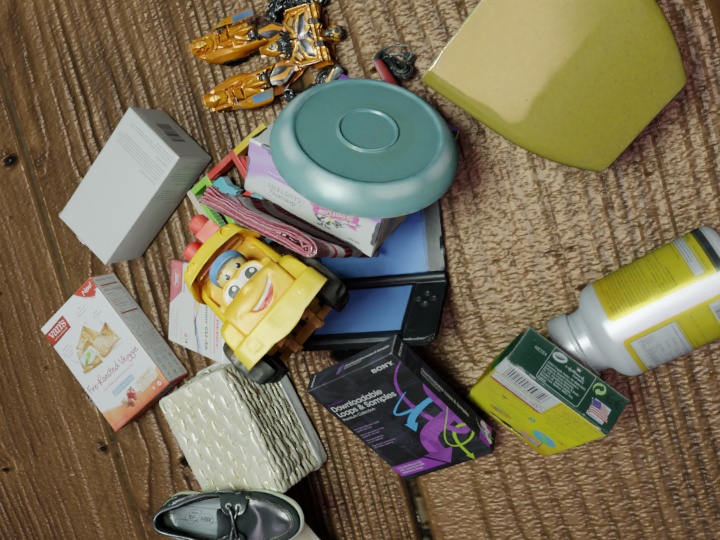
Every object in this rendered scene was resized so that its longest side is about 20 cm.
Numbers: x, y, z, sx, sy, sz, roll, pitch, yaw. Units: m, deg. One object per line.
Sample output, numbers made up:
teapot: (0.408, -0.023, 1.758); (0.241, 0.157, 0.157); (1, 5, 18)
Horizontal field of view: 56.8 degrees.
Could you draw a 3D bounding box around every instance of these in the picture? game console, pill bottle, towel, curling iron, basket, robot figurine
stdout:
game console: (0.000, 0.000, 0.831); (0.200, 0.176, 0.117); (-5, 125, 21)
pill bottle: (0.312, 0.046, 0.724); (0.200, 0.112, 0.112); (-31, 88, 21)
towel: (-0.069, -0.050, 0.745); (0.144, 0.200, 0.023); (27, 100, 18)
curling iron: (0.058, -0.196, 0.767); (0.049, 0.026, 0.200); (-21, 55, 7)
basket: (-0.161, 0.219, 0.915); (0.135, 0.123, 0.200); (-28, 89, 22)
robot figurine: (-0.116, -0.276, 0.853); (0.200, 0.058, 0.145); (-13, 95, 22)

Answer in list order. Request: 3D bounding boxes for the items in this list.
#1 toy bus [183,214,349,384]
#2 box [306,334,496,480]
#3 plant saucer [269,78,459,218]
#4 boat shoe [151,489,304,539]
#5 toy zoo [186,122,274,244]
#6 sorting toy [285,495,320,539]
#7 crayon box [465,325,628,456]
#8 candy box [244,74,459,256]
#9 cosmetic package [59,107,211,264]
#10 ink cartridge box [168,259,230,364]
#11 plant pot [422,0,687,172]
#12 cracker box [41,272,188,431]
toy bus: (-0.122, 0.012, 0.716); (0.192, 0.200, 0.136); (42, 85, 4)
box: (0.051, 0.176, 0.821); (0.143, 0.036, 0.200); (-30, 114, 34)
plant saucer: (0.006, -0.138, 0.688); (0.200, 0.200, 0.027); (29, 146, 13)
boat shoe: (-0.171, 0.311, 0.828); (0.199, 0.066, 0.075); (2, 86, 21)
toy zoo: (-0.137, -0.104, 0.891); (0.200, 0.020, 0.131); (-34, 85, 31)
sorting toy: (-0.125, 0.415, 0.933); (0.180, 0.107, 0.200); (-11, 121, 45)
crayon box: (0.203, 0.147, 0.768); (0.127, 0.200, 0.051); (37, 69, 9)
candy box: (-0.006, -0.128, 0.759); (0.168, 0.200, 0.072); (29, 135, 12)
cosmetic package: (-0.319, -0.117, 0.938); (0.108, 0.085, 0.200); (46, 111, 8)
ink cartridge box: (-0.179, 0.052, 0.874); (0.200, 0.067, 0.117); (9, 98, 49)
plant pot: (0.210, -0.210, 0.686); (0.200, 0.196, 0.194); (40, 109, 0)
cracker box: (-0.374, 0.122, 1.011); (0.134, 0.058, 0.200); (-41, 83, 20)
